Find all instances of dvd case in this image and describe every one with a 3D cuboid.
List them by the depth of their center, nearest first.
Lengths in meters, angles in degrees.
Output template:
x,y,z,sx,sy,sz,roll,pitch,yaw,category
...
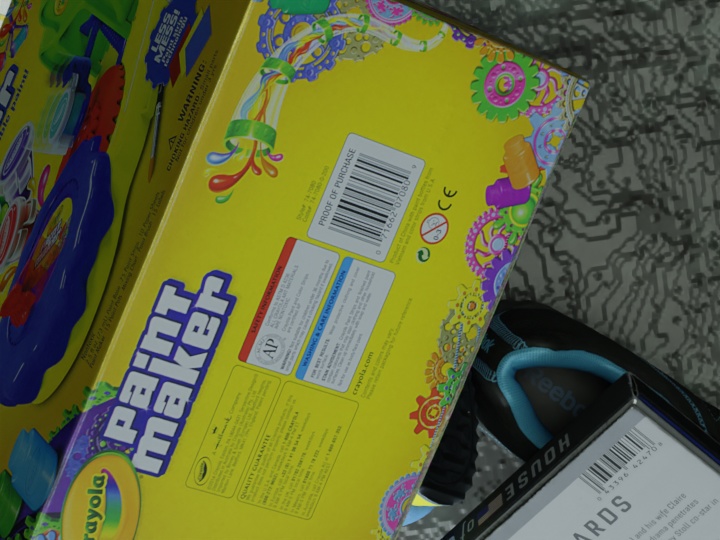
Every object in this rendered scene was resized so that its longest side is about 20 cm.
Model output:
x,y,z,sx,sy,sz,roll,pitch,yaw,category
0.116,0.144,0.821,0.200,0.025,0.150,38,111,-21,dvd case

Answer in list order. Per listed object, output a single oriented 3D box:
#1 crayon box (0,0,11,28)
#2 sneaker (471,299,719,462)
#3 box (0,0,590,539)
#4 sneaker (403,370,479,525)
x,y,z,sx,sy,sz,roll,pitch,yaw,category
-0.148,-0.152,0.833,0.126,0.051,0.201,13,94,-2,crayon box
0.121,0.084,0.838,0.199,0.082,0.073,30,91,-4,sneaker
-0.054,-0.012,0.743,0.121,0.193,0.201,19,98,-29,box
0.000,0.000,0.821,0.078,0.066,0.201,-17,59,37,sneaker
